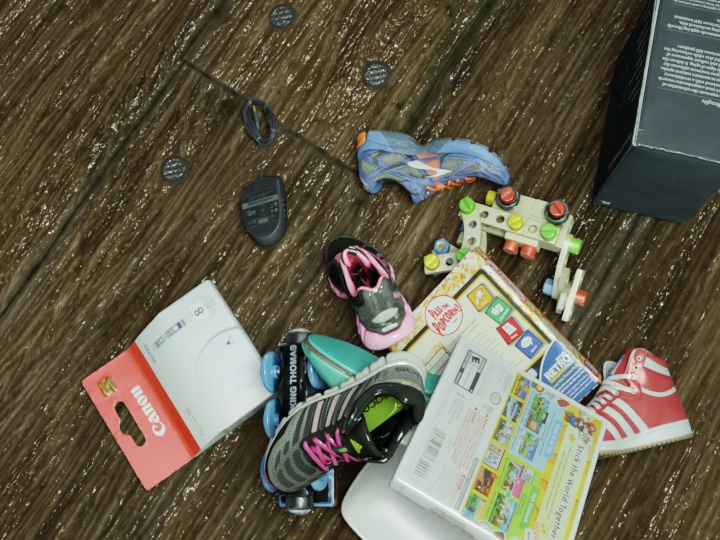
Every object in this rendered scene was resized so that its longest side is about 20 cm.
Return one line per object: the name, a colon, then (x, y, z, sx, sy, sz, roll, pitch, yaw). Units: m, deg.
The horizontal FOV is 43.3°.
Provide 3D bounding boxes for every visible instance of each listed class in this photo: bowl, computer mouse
bowl: (0.093, 0.261, 0.972, 0.199, 0.201, 0.075, 40, 47, 10)
computer mouse: (-0.122, -0.125, 1.146, 0.058, 0.034, 0.204, -11, 71, 17)

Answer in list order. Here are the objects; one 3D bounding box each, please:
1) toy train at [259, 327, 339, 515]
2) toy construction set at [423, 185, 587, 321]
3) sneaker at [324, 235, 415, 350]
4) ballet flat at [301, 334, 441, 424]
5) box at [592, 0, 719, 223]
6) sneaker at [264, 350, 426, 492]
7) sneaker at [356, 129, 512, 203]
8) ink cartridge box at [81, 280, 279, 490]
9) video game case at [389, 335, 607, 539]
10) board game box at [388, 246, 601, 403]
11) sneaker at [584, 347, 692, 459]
toy train: (-0.058, 0.170, 1.024, 0.085, 0.114, 0.204, -6, 77, 20)
toy construction set: (0.183, -0.023, 1.071, 0.197, 0.092, 0.133, 22, 78, 8)
sneaker: (0.000, 0.000, 1.034, 0.078, 0.096, 0.200, -30, 35, -4)
ballet flat: (0.022, 0.132, 0.976, 0.197, 0.068, 0.071, 19, 110, -9)
box: (0.360, -0.187, 1.046, 0.122, 0.200, 0.200, 14, 78, 5)
sneaker: (-0.013, 0.161, 0.898, 0.198, 0.088, 0.074, -34, 112, 4)
sneaker: (0.088, -0.120, 1.117, 0.196, 0.075, 0.080, 8, 86, 13)
ink cartridge box: (-0.215, 0.134, 1.075, 0.198, 0.047, 0.161, -35, 78, -8)
video game case: (0.144, 0.181, 0.905, 0.180, 0.023, 0.201, 30, 47, 4)
board game box: (0.146, 0.099, 1.017, 0.152, 0.046, 0.200, -45, 82, 15)
sneaker: (0.275, 0.151, 1.021, 0.196, 0.071, 0.115, -6, 75, -22)
